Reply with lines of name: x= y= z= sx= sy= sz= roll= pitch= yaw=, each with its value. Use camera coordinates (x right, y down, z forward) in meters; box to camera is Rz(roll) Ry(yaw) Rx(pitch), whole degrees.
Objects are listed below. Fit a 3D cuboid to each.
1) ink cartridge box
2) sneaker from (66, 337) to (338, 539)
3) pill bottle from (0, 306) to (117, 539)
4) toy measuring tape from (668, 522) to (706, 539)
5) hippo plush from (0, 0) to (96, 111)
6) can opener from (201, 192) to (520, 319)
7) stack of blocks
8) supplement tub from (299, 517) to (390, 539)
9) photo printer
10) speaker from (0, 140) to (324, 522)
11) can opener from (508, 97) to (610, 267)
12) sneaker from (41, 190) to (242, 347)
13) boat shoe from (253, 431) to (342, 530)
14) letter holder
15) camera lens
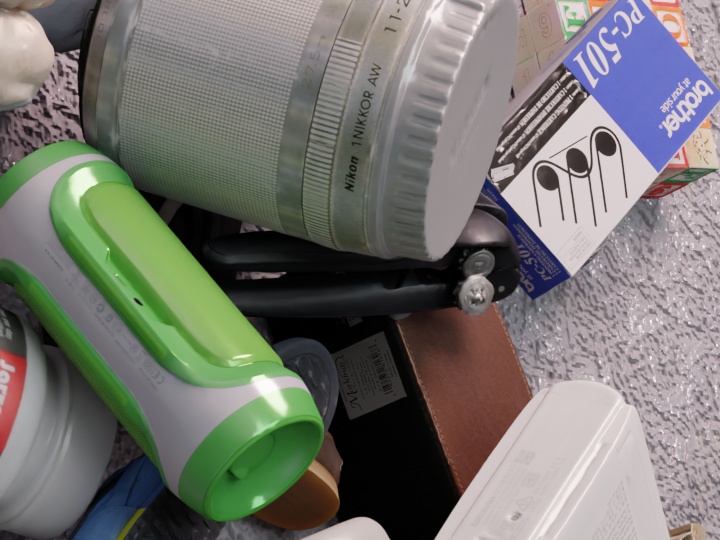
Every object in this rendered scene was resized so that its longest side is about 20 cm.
ink cartridge box: x=0.135 y=-0.079 z=1.706 sx=0.094 sy=0.044 sz=0.200 roll=49 pitch=51 yaw=-6
sneaker: x=-0.091 y=0.103 z=1.433 sx=0.200 sy=0.078 sz=0.066 roll=-49 pitch=122 yaw=-31
pill bottle: x=-0.227 y=0.059 z=1.382 sx=0.200 sy=0.114 sz=0.114 roll=23 pitch=58 yaw=-30
toy measuring tape: x=0.156 y=0.224 z=1.657 sx=0.200 sy=0.074 sz=0.074 roll=-34 pitch=94 yaw=-42
hippo plush: x=-0.202 y=-0.131 z=1.474 sx=0.161 sy=0.200 sz=0.160 roll=12 pitch=62 yaw=-61
can opener: x=0.000 y=0.000 z=1.510 sx=0.200 sy=0.079 sz=0.064 roll=-10 pitch=117 yaw=-29
stack of blocks: x=0.153 y=-0.151 z=1.821 sx=0.115 sy=0.059 sz=0.200 roll=0 pitch=72 yaw=-39
supplement tub: x=-0.021 y=0.244 z=1.452 sx=0.145 sy=0.145 sz=0.200 roll=-16 pitch=83 yaw=-42
photo printer: x=0.109 y=0.185 z=1.509 sx=0.166 sy=0.069 sz=0.200 roll=-53 pitch=140 yaw=-36
speaker: x=-0.105 y=0.028 z=1.375 sx=0.088 sy=0.089 sz=0.200 roll=-16 pitch=54 yaw=-42
can opener: x=0.074 y=-0.076 z=1.737 sx=0.200 sy=0.067 sz=0.053 roll=43 pitch=51 yaw=0
sneaker: x=-0.101 y=-0.011 z=1.545 sx=0.083 sy=0.072 sz=0.200 roll=45 pitch=50 yaw=-19
boat shoe: x=-0.078 y=0.066 z=1.516 sx=0.200 sy=0.070 sz=0.070 roll=49 pitch=29 yaw=-44
letter holder: x=0.053 y=0.075 z=1.616 sx=0.142 sy=0.100 sz=0.200 roll=-14 pitch=81 yaw=-44
camera lens: x=-0.035 y=-0.101 z=1.448 sx=0.200 sy=0.160 sz=0.160 roll=17 pitch=52 yaw=13
